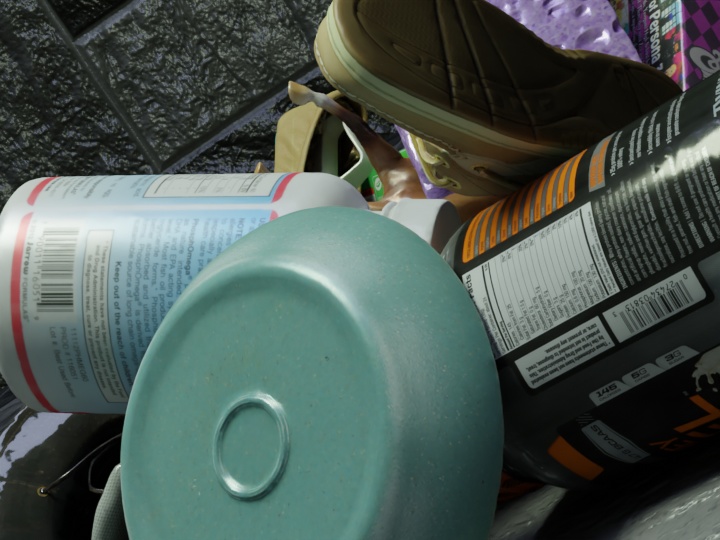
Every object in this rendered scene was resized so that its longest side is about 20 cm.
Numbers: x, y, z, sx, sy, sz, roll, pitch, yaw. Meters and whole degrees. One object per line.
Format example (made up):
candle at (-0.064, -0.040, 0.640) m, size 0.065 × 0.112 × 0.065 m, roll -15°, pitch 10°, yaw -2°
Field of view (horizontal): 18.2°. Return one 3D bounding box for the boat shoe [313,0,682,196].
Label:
boat shoe at (0.055, -0.060, 0.918) m, size 0.200 × 0.074 × 0.066 m, roll 17°, pitch -42°, yaw -36°

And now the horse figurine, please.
horse figurine at (0.000, 0.000, 1.081) m, size 0.050 × 0.132 × 0.200 m, roll -86°, pitch 19°, yaw -61°

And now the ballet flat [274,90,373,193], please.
ballet flat at (-0.022, -0.041, 1.355) m, size 0.063 × 0.069 × 0.200 m, roll -32°, pitch 37°, yaw 24°

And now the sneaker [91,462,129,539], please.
sneaker at (-0.051, 0.100, 1.015) m, size 0.075 × 0.116 × 0.200 m, roll 23°, pitch 54°, yaw 32°

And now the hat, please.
hat at (-0.101, 0.136, 1.126) m, size 0.201 × 0.200 × 0.081 m, roll -39°, pitch -33°, yaw -32°

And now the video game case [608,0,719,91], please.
video game case at (0.107, -0.039, 1.063) m, size 0.181 × 0.036 × 0.200 m, roll -41°, pitch 37°, yaw 44°

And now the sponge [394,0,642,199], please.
sponge at (0.046, -0.133, 1.045) m, size 0.111 × 0.200 × 0.030 m, roll -23°, pitch -33°, yaw 0°

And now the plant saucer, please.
plant saucer at (-0.033, 0.070, 0.883) m, size 0.200 × 0.200 × 0.036 m, roll -30°, pitch -28°, yaw 34°

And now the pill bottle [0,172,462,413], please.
pill bottle at (-0.057, 0.011, 1.007) m, size 0.200 × 0.109 × 0.109 m, roll 0°, pitch 18°, yaw 16°

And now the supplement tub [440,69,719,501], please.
supplement tub at (0.114, 0.008, 0.874) m, size 0.200 × 0.123 × 0.123 m, roll -31°, pitch 7°, yaw 31°

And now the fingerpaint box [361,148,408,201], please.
fingerpaint box at (0.103, -0.058, 1.383) m, size 0.167 × 0.074 × 0.200 m, roll -13°, pitch -1°, yaw -20°
